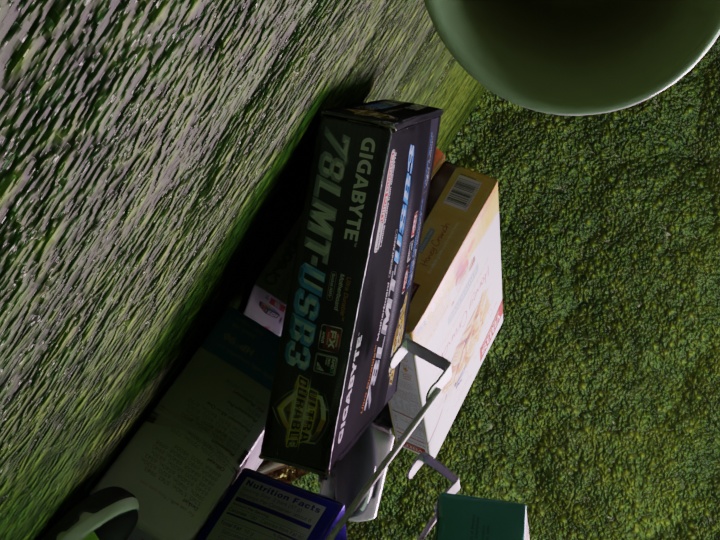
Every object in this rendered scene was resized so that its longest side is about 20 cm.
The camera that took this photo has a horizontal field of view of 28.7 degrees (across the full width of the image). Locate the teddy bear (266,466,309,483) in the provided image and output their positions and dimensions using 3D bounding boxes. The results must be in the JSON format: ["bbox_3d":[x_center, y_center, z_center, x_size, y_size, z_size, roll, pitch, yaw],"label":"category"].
[{"bbox_3d":[-0.078,0.114,1.159,0.144,0.067,0.200,-28,-165,8],"label":"teddy bear"}]

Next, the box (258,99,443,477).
[{"bbox_3d":[0.000,0.000,0.858,0.198,0.049,0.203,-38,138,-77],"label":"box"}]

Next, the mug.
[{"bbox_3d":[0.117,-0.183,0.693,0.187,0.149,0.153,-51,-172,20],"label":"mug"}]

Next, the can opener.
[{"bbox_3d":[0.015,0.102,1.127,0.067,0.053,0.203,-30,-138,62],"label":"can opener"}]

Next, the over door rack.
[{"bbox_3d":[0.021,0.163,0.813,0.149,0.066,0.201,82,29,-52],"label":"over door rack"}]

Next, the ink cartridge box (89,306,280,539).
[{"bbox_3d":[-0.115,0.135,0.874,0.201,0.067,0.117,-56,174,-37],"label":"ink cartridge box"}]

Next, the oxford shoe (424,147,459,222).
[{"bbox_3d":[0.024,0.001,1.114,0.201,0.072,0.071,-55,-179,4],"label":"oxford shoe"}]

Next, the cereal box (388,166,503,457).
[{"bbox_3d":[0.064,0.037,1.079,0.145,0.039,0.201,-60,158,-26],"label":"cereal box"}]

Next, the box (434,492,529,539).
[{"bbox_3d":[0.073,0.190,0.827,0.200,0.048,0.084,68,28,-70],"label":"box"}]

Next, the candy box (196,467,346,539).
[{"bbox_3d":[-0.079,0.246,0.822,0.201,0.076,0.171,-55,154,-37],"label":"candy box"}]

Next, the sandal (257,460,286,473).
[{"bbox_3d":[-0.074,0.103,1.008,0.199,0.081,0.054,-32,139,9],"label":"sandal"}]

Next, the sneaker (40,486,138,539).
[{"bbox_3d":[-0.160,0.207,0.723,0.201,0.082,0.072,-56,178,-33],"label":"sneaker"}]

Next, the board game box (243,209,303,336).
[{"bbox_3d":[-0.044,0.002,1.029,0.127,0.034,0.200,-58,178,-24],"label":"board game box"}]
